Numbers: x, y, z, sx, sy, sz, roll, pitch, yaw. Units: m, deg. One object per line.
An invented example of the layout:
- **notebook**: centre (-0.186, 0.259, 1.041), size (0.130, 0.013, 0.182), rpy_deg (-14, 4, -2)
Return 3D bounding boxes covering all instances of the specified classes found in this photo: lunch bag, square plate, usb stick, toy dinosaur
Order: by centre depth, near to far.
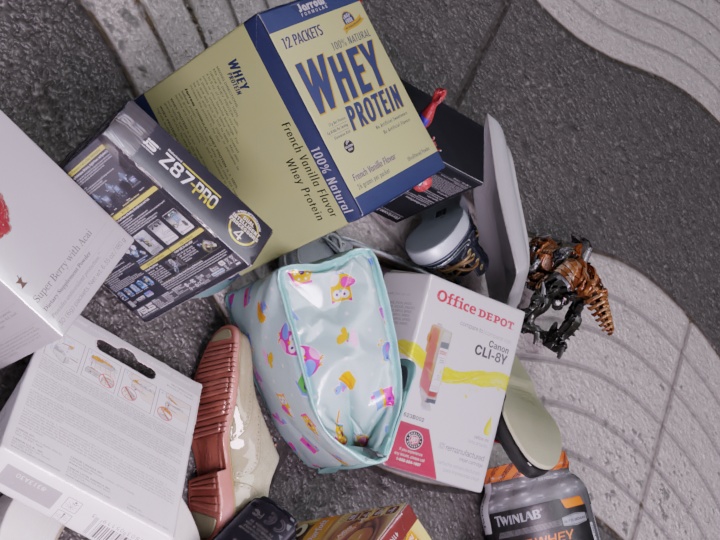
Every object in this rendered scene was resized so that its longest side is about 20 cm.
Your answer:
- **usb stick**: centre (-0.129, 0.269, 1.070), size (0.055, 0.033, 0.200), rpy_deg (35, 50, 15)
- **lunch bag**: centre (-0.033, 0.093, 1.199), size (0.122, 0.170, 0.201), rpy_deg (-16, 86, -24)
- **square plate**: centre (0.161, -0.047, 1.447), size (0.028, 0.198, 0.201), rpy_deg (-6, 66, -3)
- **toy dinosaur**: centre (0.239, 0.024, 1.516), size (0.102, 0.136, 0.200), rpy_deg (34, 9, -11)

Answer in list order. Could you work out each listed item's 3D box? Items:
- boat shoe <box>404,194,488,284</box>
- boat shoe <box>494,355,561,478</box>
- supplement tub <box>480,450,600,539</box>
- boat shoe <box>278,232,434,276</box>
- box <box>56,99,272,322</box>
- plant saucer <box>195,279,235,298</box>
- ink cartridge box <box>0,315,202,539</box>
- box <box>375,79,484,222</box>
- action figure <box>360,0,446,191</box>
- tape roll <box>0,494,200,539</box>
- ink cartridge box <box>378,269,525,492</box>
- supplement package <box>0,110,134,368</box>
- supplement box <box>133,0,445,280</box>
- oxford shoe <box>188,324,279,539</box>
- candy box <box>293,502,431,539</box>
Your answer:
- **boat shoe**: centre (0.106, -0.021, 1.417), size (0.091, 0.071, 0.200), rpy_deg (64, 17, -12)
- **boat shoe**: centre (0.162, 0.160, 1.381), size (0.073, 0.063, 0.202), rpy_deg (23, 24, -26)
- **supplement tub**: centre (0.202, 0.305, 1.378), size (0.122, 0.122, 0.201), rpy_deg (-3, 75, -44)
- **boat shoe**: centre (0.001, 0.002, 1.353), size (0.202, 0.065, 0.075), rpy_deg (23, 58, -36)
- **box**: centre (-0.189, -0.043, 1.085), size (0.161, 0.200, 0.049), rpy_deg (41, 56, -17)
- **plant saucer**: centre (-0.172, -0.074, 1.238), size (0.201, 0.039, 0.202), rpy_deg (19, 62, -38)
- **ink cartridge box**: centre (-0.220, 0.134, 1.067), size (0.161, 0.050, 0.200), rpy_deg (33, 26, -19)
- **box**: centre (0.015, -0.139, 1.361), size (0.200, 0.141, 0.079), rpy_deg (24, 56, -35)
- **action figure**: centre (0.038, -0.173, 1.220), size (0.065, 0.099, 0.201), rpy_deg (-32, 103, -41)
- **tape roll**: centre (-0.220, 0.251, 1.058), size (0.202, 0.037, 0.204), rpy_deg (20, 59, -37)
- **ink cartridge box**: centre (0.075, 0.115, 1.322), size (0.145, 0.083, 0.201), rpy_deg (21, 79, -35)
- **supplement package**: centre (-0.312, -0.037, 1.031), size (0.200, 0.120, 0.121), rpy_deg (46, 48, -20)
- **supplement box**: centre (-0.069, -0.128, 1.189), size (0.134, 0.199, 0.201), rpy_deg (-33, 96, -46)
- **oxford shoe**: centre (-0.115, 0.152, 1.178), size (0.074, 0.071, 0.201), rpy_deg (12, 76, -37)
- **candy box**: centre (-0.043, 0.269, 1.101), size (0.055, 0.200, 0.115), rpy_deg (58, 44, -13)
